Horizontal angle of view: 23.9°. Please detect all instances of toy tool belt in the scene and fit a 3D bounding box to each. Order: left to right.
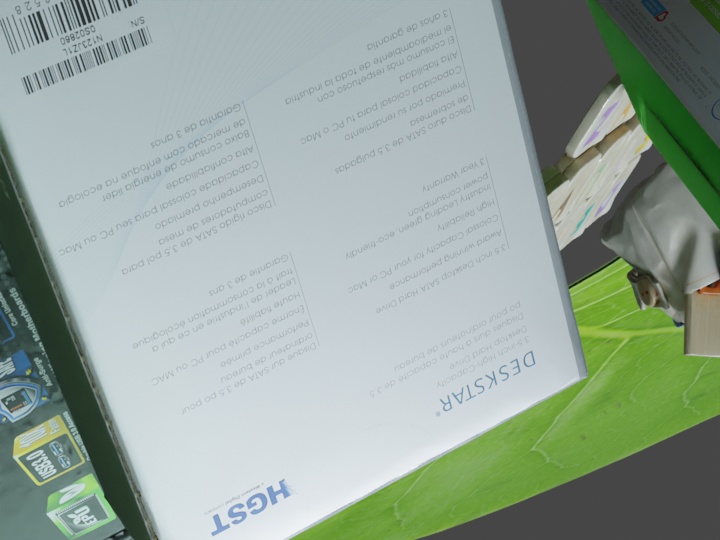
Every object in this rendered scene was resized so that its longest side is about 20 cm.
[{"bbox_3d":[0.268,-0.021,1.127,0.199,0.124,0.125,-20,162,-24],"label":"toy tool belt"}]

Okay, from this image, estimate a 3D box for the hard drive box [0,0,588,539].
[{"bbox_3d":[-0.031,-0.029,0.514,0.155,0.201,0.077,-25,-152,-18],"label":"hard drive box"}]

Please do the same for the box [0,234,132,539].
[{"bbox_3d":[-0.191,0.043,0.546,0.192,0.048,0.201,-26,119,-7],"label":"box"}]

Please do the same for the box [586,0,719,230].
[{"bbox_3d":[0.209,-0.091,0.694,0.176,0.200,0.097,-28,123,3],"label":"box"}]

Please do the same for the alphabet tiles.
[{"bbox_3d":[0.110,-0.037,0.889,0.200,0.015,0.196,-36,161,-52],"label":"alphabet tiles"}]
